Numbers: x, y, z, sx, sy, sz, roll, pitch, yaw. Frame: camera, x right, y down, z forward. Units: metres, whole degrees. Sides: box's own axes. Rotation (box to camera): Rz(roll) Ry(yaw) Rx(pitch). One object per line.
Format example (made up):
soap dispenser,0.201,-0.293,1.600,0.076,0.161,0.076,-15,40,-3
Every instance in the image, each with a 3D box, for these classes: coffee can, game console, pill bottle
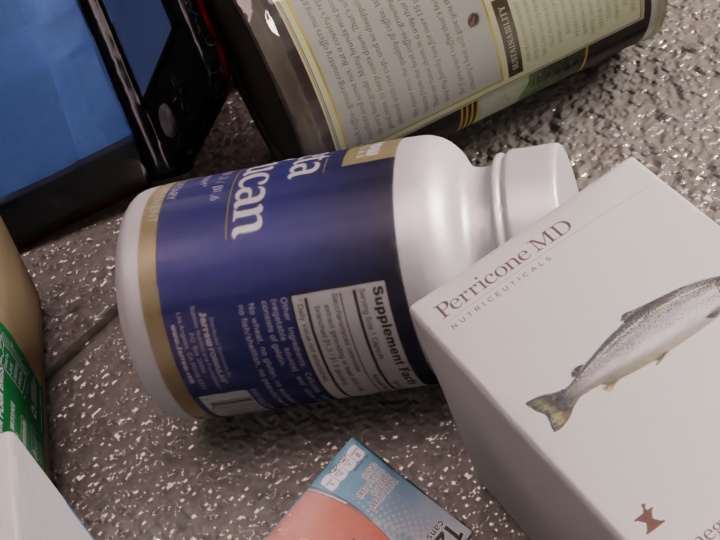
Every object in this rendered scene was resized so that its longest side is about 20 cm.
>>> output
coffee can,0.032,-0.141,0.825,0.199,0.147,0.147,-26,44,-7
game console,-0.171,-0.138,0.880,0.118,0.172,0.201,-19,78,-23
pill bottle,0.000,0.000,0.741,0.199,0.111,0.111,-10,46,14

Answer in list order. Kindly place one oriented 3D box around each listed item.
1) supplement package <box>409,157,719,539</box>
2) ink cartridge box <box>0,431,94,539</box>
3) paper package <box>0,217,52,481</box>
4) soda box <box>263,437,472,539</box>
supplement package,0.127,0.073,0.614,0.117,0.118,0.200,-34,45,-9
ink cartridge box,-0.209,0.158,0.679,0.199,0.116,0.068,-22,43,4
paper package,-0.249,0.075,0.785,0.190,0.104,0.200,-19,44,6
soda box,-0.041,0.163,0.625,0.063,0.068,0.200,35,67,15
